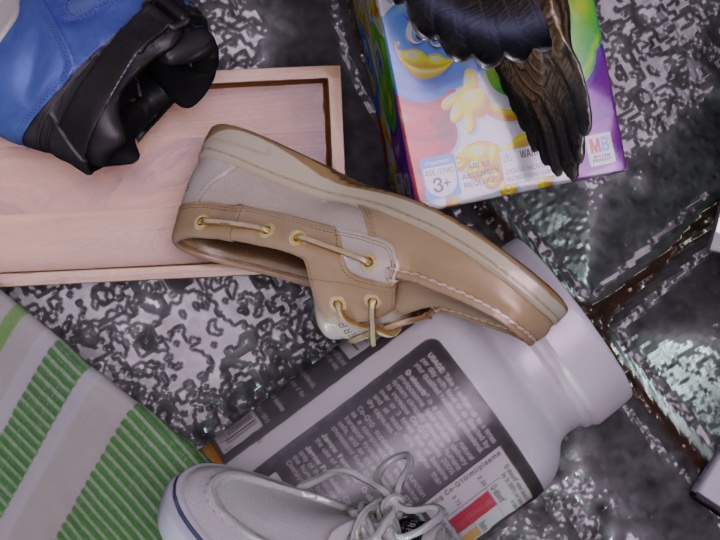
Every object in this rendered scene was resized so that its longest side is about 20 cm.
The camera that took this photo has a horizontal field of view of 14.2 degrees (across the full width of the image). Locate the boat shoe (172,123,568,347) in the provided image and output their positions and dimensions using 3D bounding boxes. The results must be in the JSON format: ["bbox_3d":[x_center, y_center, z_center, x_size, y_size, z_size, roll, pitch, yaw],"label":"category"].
[{"bbox_3d":[0.000,0.000,1.314,0.199,0.074,0.069,24,79,30],"label":"boat shoe"}]

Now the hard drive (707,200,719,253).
[{"bbox_3d":[0.274,-0.047,1.333,0.199,0.026,0.133,15,89,4],"label":"hard drive"}]

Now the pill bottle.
[{"bbox_3d":[0.022,0.082,1.359,0.200,0.116,0.117,-36,93,-3],"label":"pill bottle"}]

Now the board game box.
[{"bbox_3d":[0.051,-0.134,1.368,0.104,0.103,0.201,-12,91,-4],"label":"board game box"}]

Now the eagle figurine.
[{"bbox_3d":[0.064,-0.161,1.240,0.151,0.151,0.201,23,81,-16],"label":"eagle figurine"}]

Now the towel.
[{"bbox_3d":[-0.153,0.110,1.336,0.200,0.023,0.153,36,105,23],"label":"towel"}]

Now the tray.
[{"bbox_3d":[-0.107,-0.044,1.390,0.199,0.037,0.099,-3,90,-5],"label":"tray"}]

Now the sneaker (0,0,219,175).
[{"bbox_3d":[-0.099,-0.136,1.347,0.111,0.077,0.200,28,73,15],"label":"sneaker"}]

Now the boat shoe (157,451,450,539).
[{"bbox_3d":[0.014,0.123,1.236,0.201,0.075,0.086,29,129,1],"label":"boat shoe"}]

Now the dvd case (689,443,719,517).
[{"bbox_3d":[0.274,0.066,1.427,0.142,0.018,0.201,33,87,-3],"label":"dvd case"}]
